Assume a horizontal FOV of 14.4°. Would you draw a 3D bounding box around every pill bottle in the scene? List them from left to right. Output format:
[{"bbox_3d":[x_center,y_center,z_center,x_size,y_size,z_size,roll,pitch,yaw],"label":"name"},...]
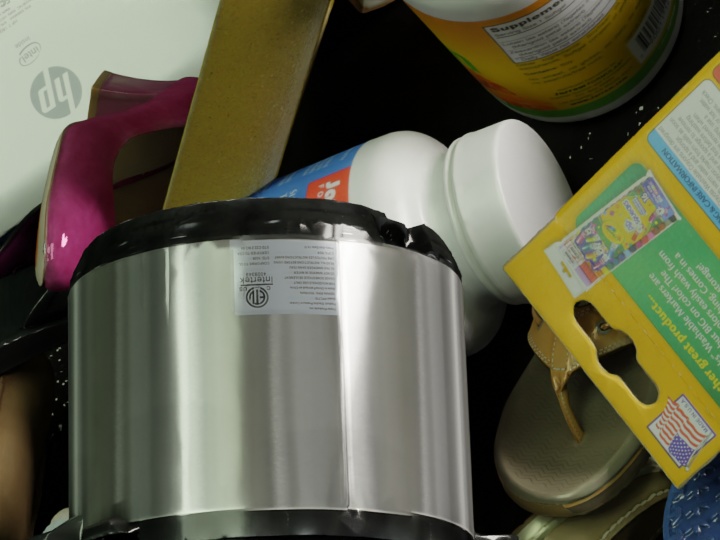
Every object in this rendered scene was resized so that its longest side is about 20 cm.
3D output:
[{"bbox_3d":[0.000,0.000,1.350,0.199,0.112,0.113,-22,61,26],"label":"pill bottle"},{"bbox_3d":[0.068,-0.152,1.297,0.110,0.200,0.112,-8,69,21],"label":"pill bottle"}]

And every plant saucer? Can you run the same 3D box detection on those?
[{"bbox_3d":[-0.033,-0.142,1.344,0.201,0.048,0.201,-75,3,-46],"label":"plant saucer"}]

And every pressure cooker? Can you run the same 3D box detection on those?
[{"bbox_3d":[-0.040,0.086,1.197,0.175,0.178,0.201,-13,70,30],"label":"pressure cooker"}]

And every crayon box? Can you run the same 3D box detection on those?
[{"bbox_3d":[0.171,-0.021,1.189,0.200,0.051,0.126,-45,75,25],"label":"crayon box"}]

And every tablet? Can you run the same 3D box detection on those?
[{"bbox_3d":[-0.170,-0.109,1.502,0.200,0.014,0.130,-36,79,2],"label":"tablet"}]

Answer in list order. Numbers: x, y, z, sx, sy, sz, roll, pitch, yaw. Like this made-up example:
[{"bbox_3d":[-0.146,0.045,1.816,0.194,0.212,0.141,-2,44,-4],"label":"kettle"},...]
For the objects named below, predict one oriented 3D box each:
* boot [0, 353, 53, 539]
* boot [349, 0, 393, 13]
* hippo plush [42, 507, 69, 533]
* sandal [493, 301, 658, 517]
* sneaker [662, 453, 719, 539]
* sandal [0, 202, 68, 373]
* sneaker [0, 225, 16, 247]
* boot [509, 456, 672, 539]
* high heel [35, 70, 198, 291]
[{"bbox_3d":[-0.191,0.159,1.417,0.201,0.066,0.176,-90,17,-55],"label":"boot"},{"bbox_3d":[-0.043,-0.206,1.491,0.175,0.066,0.200,-48,56,18],"label":"boot"},{"bbox_3d":[-0.079,0.199,1.289,0.160,0.200,0.160,19,112,28],"label":"hippo plush"},{"bbox_3d":[0.111,0.018,1.265,0.080,0.054,0.201,10,61,42],"label":"sandal"},{"bbox_3d":[0.174,0.143,1.208,0.070,0.078,0.201,-20,41,30],"label":"sneaker"},{"bbox_3d":[-0.154,0.000,1.432,0.200,0.048,0.075,-32,45,-29],"label":"sandal"},{"bbox_3d":[-0.239,-0.061,1.571,0.200,0.079,0.089,32,84,30],"label":"sneaker"},{"bbox_3d":[0.103,0.190,1.230,0.200,0.072,0.155,-44,62,-9],"label":"boot"},{"bbox_3d":[-0.100,-0.039,1.399,0.095,0.200,0.068,12,114,2],"label":"high heel"}]
